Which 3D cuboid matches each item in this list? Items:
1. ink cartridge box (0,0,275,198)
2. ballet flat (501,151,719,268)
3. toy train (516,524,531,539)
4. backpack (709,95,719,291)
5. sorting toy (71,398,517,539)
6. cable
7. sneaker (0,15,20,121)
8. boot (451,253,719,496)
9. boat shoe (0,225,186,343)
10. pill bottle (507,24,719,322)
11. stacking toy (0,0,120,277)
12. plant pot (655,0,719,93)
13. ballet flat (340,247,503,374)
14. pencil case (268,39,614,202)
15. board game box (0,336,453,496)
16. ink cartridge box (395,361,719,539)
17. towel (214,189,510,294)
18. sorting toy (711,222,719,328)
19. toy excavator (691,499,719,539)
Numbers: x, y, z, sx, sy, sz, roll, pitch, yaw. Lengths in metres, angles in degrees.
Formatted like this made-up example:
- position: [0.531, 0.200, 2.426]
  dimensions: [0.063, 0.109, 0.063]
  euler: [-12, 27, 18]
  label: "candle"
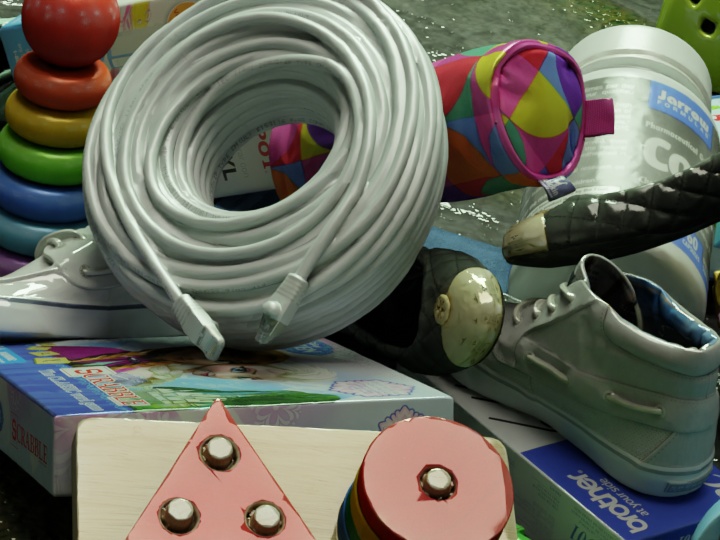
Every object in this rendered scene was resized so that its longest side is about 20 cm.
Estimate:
- position: [-0.090, -0.119, 1.518]
  dimensions: [0.199, 0.129, 0.125]
  euler: [-8, 17, 26]
  label: "ink cartridge box"
- position: [0.167, -0.047, 1.315]
  dimensions: [0.199, 0.057, 0.066]
  euler: [-20, -5, 2]
  label: "ballet flat"
- position: [0.061, 0.140, 1.235]
  dimensions: [0.200, 0.042, 0.056]
  euler: [27, 21, 31]
  label: "toy train"
- position: [0.294, -0.056, 1.586]
  dimensions: [0.199, 0.147, 0.183]
  euler: [12, 22, 16]
  label: "backpack"
- position: [-0.019, 0.143, 1.068]
  dimensions: [0.199, 0.070, 0.199]
  euler: [3, 54, -12]
  label: "sorting toy"
- position: [-0.047, -0.057, 1.306]
  dimensions: [0.200, 0.069, 0.200]
  euler: [-44, 55, -6]
  label: "cable"
- position: [-0.199, -0.132, 1.602]
  dimensions: [0.200, 0.074, 0.118]
  euler: [-16, 3, -27]
  label: "sneaker"
- position: [0.112, 0.030, 1.303]
  dimensions: [0.073, 0.096, 0.200]
  euler: [-19, 38, -39]
  label: "boot"
- position: [-0.152, 0.008, 1.365]
  dimensions: [0.200, 0.066, 0.073]
  euler: [1, -9, -37]
  label: "boat shoe"
- position: [0.152, -0.046, 1.464]
  dimensions: [0.113, 0.114, 0.200]
  euler: [11, 45, 2]
  label: "pill bottle"
- position: [-0.173, -0.072, 1.394]
  dimensions: [0.085, 0.201, 0.085]
  euler: [7, 26, -4]
  label: "stacking toy"
- position: [0.345, -0.242, 1.939]
  dimensions: [0.198, 0.182, 0.200]
  euler: [14, 25, 9]
  label: "plant pot"
- position: [0.009, 0.014, 1.330]
  dimensions: [0.057, 0.067, 0.200]
  euler: [15, 0, -34]
  label: "ballet flat"
- position: [0.039, -0.072, 1.379]
  dimensions: [0.088, 0.089, 0.200]
  euler: [-18, 7, -43]
  label: "pencil case"
- position: [-0.082, 0.068, 1.254]
  dimensions: [0.199, 0.041, 0.200]
  euler: [-1, 9, -22]
  label: "board game box"
- position: [0.110, 0.099, 1.324]
  dimensions: [0.094, 0.044, 0.200]
  euler: [-11, 33, -33]
  label: "ink cartridge box"
- position: [0.000, 0.000, 1.482]
  dimensions: [0.199, 0.049, 0.112]
  euler: [17, 26, 17]
  label: "towel"
- position: [0.244, 0.010, 1.432]
  dimensions: [0.107, 0.200, 0.180]
  euler: [-15, 24, 0]
  label: "sorting toy"
- position: [0.258, 0.139, 1.234]
  dimensions: [0.194, 0.100, 0.200]
  euler: [11, 25, 4]
  label: "toy excavator"
